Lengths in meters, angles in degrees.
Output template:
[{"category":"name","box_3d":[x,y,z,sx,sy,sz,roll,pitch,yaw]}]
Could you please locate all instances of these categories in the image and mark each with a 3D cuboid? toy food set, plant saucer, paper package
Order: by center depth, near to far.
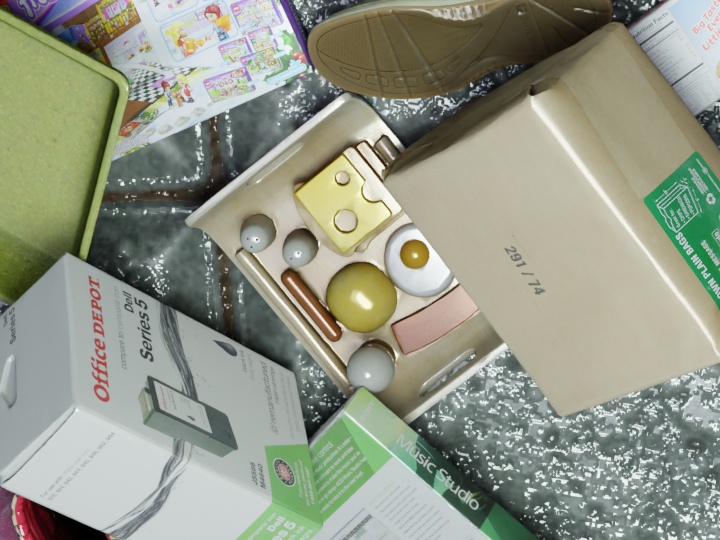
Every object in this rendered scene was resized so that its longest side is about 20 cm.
[{"category":"paper package","box_3d":[0.142,-0.029,1.413,0.103,0.190,0.200,-41,98,-30]},{"category":"plant saucer","box_3d":[-0.240,-0.090,1.485,0.200,0.048,0.200,29,123,15]},{"category":"toy food set","box_3d":[0.000,0.000,1.507,0.143,0.060,0.200,-38,97,14]}]

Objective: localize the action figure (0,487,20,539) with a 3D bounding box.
[{"category":"action figure","box_3d":[-0.248,0.147,1.552,0.148,0.134,0.201,-8,74,-27]}]

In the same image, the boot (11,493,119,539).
[{"category":"boot","box_3d":[-0.144,0.182,1.521,0.200,0.151,0.073,45,104,-5]}]

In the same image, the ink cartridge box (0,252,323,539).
[{"category":"ink cartridge box","box_3d":[-0.132,0.099,1.458,0.200,0.146,0.084,30,120,-32]}]

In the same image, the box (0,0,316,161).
[{"category":"box","box_3d":[-0.144,-0.156,1.498,0.199,0.039,0.137,-22,101,12]}]

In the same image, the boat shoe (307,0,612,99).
[{"category":"boat shoe","box_3d":[0.065,-0.163,1.460,0.199,0.065,0.072,-11,126,17]}]

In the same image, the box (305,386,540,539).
[{"category":"box","box_3d":[0.032,0.187,1.533,0.200,0.036,0.144,40,129,-5]}]

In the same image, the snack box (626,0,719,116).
[{"category":"snack box","box_3d":[0.242,-0.163,1.456,0.200,0.024,0.072,-36,96,14]}]
